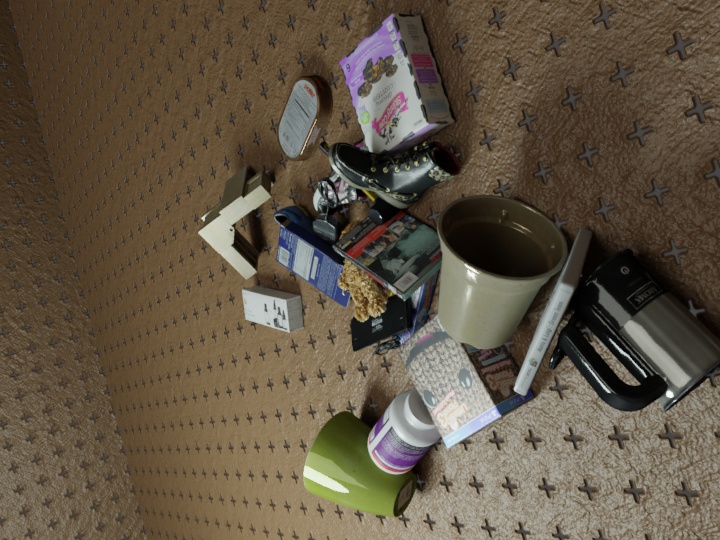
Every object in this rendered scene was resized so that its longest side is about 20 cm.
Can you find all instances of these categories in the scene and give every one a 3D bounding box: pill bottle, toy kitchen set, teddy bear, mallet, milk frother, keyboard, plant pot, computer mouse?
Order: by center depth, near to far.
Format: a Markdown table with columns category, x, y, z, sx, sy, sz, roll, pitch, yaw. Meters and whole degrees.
| category | x | y | z | sx | sy | sz | roll | pitch | yaw |
| --- | --- | --- | --- | --- | --- | --- | --- | --- | --- |
| milk frother | 0.370 | 0.112 | 0.947 | 0.189 | 0.180 | 0.200 | 52 | 178 | 26 |
| plant pot | 0.203 | 0.015 | 1.073 | 0.200 | 0.199 | 0.185 | 43 | 142 | 34 |
| mallet | -0.012 | -0.165 | 1.283 | 0.199 | 0.066 | 0.041 | 39 | 150 | 5 |
| pill bottle | 0.092 | 0.305 | 1.311 | 0.113 | 0.111 | 0.201 | 56 | 144 | 23 |
| teddy bear | 0.000 | 0.000 | 1.333 | 0.144 | 0.066 | 0.204 | 3 | 97 | 62 |
| keyboard | 0.047 | 0.118 | 1.348 | 0.199 | 0.039 | 0.106 | -31 | 56 | 52 |
| computer mouse | -0.065 | -0.120 | 1.380 | 0.058 | 0.034 | 0.201 | 25 | 147 | 12 |
| plant pot | 0.014 | 0.424 | 1.427 | 0.198 | 0.186 | 0.190 | 20 | 116 | 31 |
| toy kitchen set | -0.263 | -0.134 | 1.677 | 0.199 | 0.181 | 0.164 | -33 | 31 | 16 |

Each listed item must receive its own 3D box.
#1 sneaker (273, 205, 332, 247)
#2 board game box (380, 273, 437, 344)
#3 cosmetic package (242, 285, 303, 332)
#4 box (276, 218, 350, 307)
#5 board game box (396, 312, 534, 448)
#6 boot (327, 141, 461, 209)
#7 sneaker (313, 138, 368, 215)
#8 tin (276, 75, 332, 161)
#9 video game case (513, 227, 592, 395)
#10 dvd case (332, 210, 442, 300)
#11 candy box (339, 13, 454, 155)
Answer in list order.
| category | x | y | z | sx | sy | sz | roll | pitch | yaw |
| --- | --- | --- | --- | --- | --- | --- | --- | --- | --- |
| sneaker | -0.121 | -0.073 | 1.504 | 0.200 | 0.078 | 0.067 | 44 | 128 | 31 |
| board game box | 0.080 | 0.034 | 1.324 | 0.135 | 0.034 | 0.203 | 36 | 127 | 39 |
| cosmetic package | -0.221 | 0.093 | 1.691 | 0.198 | 0.050 | 0.084 | 8 | 106 | 49 |
| box | -0.093 | -0.014 | 1.467 | 0.199 | 0.032 | 0.122 | 35 | 142 | 14 |
| board game box | 0.180 | 0.181 | 1.200 | 0.160 | 0.096 | 0.202 | -48 | 64 | 45 |
| boot | 0.060 | -0.189 | 1.178 | 0.153 | 0.202 | 0.075 | -24 | 51 | 46 |
| sneaker | -0.027 | -0.163 | 1.368 | 0.087 | 0.080 | 0.200 | 51 | 141 | 12 |
| tin | -0.124 | -0.325 | 1.466 | 0.112 | 0.042 | 0.201 | 51 | 134 | 22 |
| video game case | 0.278 | 0.055 | 0.975 | 0.023 | 0.200 | 0.184 | 23 | 121 | 14 |
| dvd case | 0.062 | -0.041 | 1.249 | 0.199 | 0.146 | 0.022 | 33 | 156 | 39 |
| candy box | 0.062 | -0.322 | 1.216 | 0.167 | 0.071 | 0.203 | -24 | 82 | 51 |
